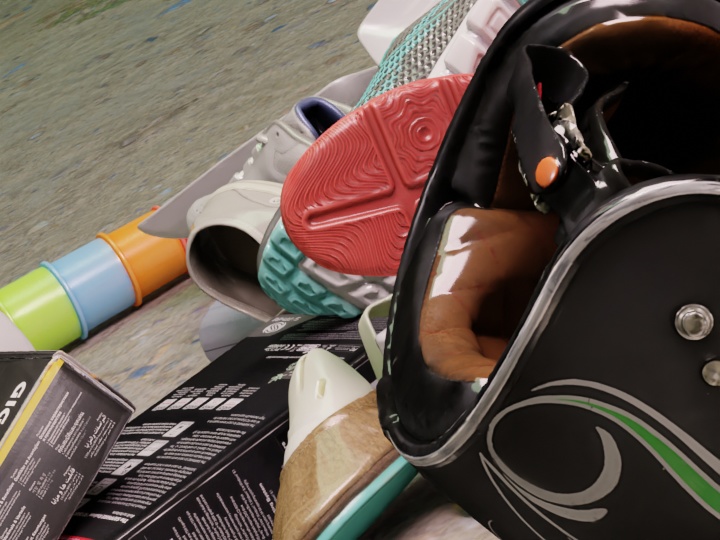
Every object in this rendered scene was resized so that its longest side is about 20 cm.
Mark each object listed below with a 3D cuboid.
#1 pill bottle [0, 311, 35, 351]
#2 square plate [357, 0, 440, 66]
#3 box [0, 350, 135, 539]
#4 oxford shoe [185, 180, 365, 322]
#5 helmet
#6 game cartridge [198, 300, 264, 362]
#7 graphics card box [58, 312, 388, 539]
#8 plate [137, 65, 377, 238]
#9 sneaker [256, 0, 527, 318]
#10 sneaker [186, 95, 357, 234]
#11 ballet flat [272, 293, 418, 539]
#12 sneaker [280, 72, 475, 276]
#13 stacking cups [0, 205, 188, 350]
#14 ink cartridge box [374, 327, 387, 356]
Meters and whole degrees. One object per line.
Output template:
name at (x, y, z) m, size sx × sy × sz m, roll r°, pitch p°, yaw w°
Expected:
pill bottle at (-0.256, 0.102, 1.281) m, size 0.114 × 0.115 × 0.200 m, roll -9°, pitch 24°, yaw 50°
square plate at (0.096, -0.141, 1.207) m, size 0.198 × 0.028 × 0.200 m, roll -51°, pitch 34°, yaw 14°
box at (-0.195, 0.128, 1.085) m, size 0.160 × 0.049 × 0.200 m, roll -5°, pitch 50°, yaw 59°
oxford shoe at (0.000, 0.000, 1.205) m, size 0.199 × 0.075 × 0.058 m, roll 8°, pitch 35°, yaw 31°
helmet at (0.121, 0.013, 0.780) m, size 0.200 × 0.190 × 0.201 m, roll -162°, pitch 90°, yaw -74°
game cartridge at (0.015, -0.018, 1.366) m, size 0.133 × 0.041 × 0.200 m, roll -10°, pitch 22°, yaw 37°
graphics card box at (-0.066, 0.088, 1.124) m, size 0.200 × 0.051 × 0.125 m, roll -37°, pitch 17°, yaw -29°
plate at (-0.002, -0.076, 1.462) m, size 0.199 × 0.032 × 0.200 m, roll -23°, pitch -6°, yaw -46°
sneaker at (0.027, -0.063, 1.157) m, size 0.200 × 0.078 × 0.091 m, roll -46°, pitch 22°, yaw 2°
sneaker at (-0.024, -0.047, 1.295) m, size 0.200 × 0.087 × 0.074 m, roll -11°, pitch 24°, yaw 49°
ballet flat at (0.018, 0.049, 1.050) m, size 0.200 × 0.072 × 0.068 m, roll -37°, pitch -15°, yaw -30°
sneaker at (0.052, -0.048, 1.046) m, size 0.199 × 0.079 × 0.116 m, roll -20°, pitch 1°, yaw -15°
stacking cups at (-0.164, 0.006, 1.543) m, size 0.200 × 0.061 × 0.060 m, roll -33°, pitch 16°, yaw -17°
ink cartridge box at (0.127, 0.007, 0.992) m, size 0.200 × 0.085 × 0.144 m, roll -39°, pitch 18°, yaw -30°
